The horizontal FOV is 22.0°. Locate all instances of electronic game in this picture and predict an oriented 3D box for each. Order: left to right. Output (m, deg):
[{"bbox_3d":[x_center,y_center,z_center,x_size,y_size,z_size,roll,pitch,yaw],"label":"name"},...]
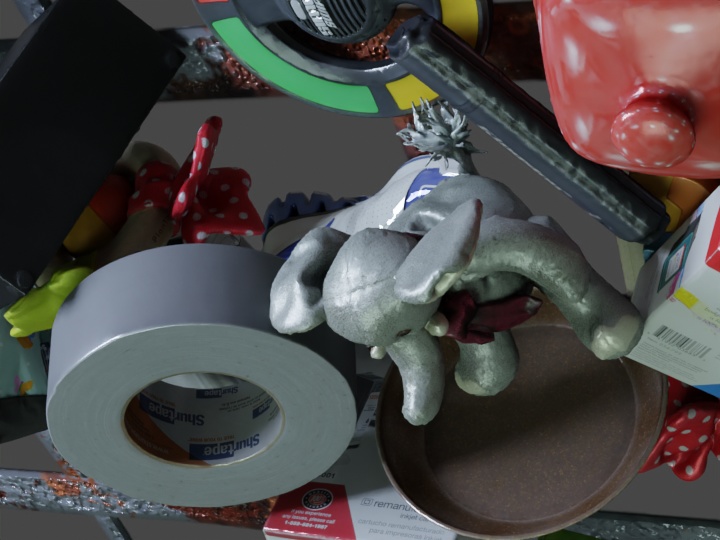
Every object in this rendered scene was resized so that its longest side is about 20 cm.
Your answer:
[{"bbox_3d":[-0.016,-0.170,1.112,0.199,0.042,0.201,15,142,12],"label":"electronic game"}]

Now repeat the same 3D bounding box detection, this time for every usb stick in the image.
[{"bbox_3d":[0.099,-0.082,1.094,0.200,0.033,0.055,36,172,-15],"label":"usb stick"}]

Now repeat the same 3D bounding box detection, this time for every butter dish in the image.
[{"bbox_3d":[0.170,-0.116,0.986,0.198,0.148,0.201,7,139,23],"label":"butter dish"}]

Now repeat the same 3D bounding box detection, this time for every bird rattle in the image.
[{"bbox_3d":[-0.167,-0.033,1.263,0.112,0.201,0.163,31,-174,-38],"label":"bird rattle"},{"bbox_3d":[0.290,0.114,1.249,0.163,0.113,0.200,-30,107,31],"label":"bird rattle"}]

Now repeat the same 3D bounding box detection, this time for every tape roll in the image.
[{"bbox_3d":[-0.101,0.072,1.195,0.199,0.066,0.201,-2,139,-2],"label":"tape roll"}]

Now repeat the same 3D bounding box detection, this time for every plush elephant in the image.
[{"bbox_3d":[0.044,0.014,1.108,0.164,0.155,0.201,-11,112,51],"label":"plush elephant"}]

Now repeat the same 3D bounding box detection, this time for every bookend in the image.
[{"bbox_3d":[-0.238,-0.072,1.252,0.092,0.199,0.200,37,156,-16],"label":"bookend"}]

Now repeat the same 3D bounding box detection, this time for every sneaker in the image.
[{"bbox_3d":[-0.001,0.000,1.241,0.199,0.116,0.081,-13,130,38],"label":"sneaker"}]

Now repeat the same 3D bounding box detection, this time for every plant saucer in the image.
[{"bbox_3d":[0.109,0.094,1.229,0.199,0.201,0.037,4,148,25],"label":"plant saucer"}]

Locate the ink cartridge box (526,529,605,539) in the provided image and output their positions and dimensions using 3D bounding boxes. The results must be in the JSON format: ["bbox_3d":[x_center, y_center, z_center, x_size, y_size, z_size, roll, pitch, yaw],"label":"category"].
[{"bbox_3d":[0.129,0.229,1.412,0.199,0.148,0.076,15,140,11],"label":"ink cartridge box"}]

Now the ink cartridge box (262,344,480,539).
[{"bbox_3d":[0.039,0.141,1.317,0.143,0.200,0.084,3,134,25],"label":"ink cartridge box"}]

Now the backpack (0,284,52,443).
[{"bbox_3d":[-0.311,0.037,1.413,0.175,0.153,0.201,-16,90,44],"label":"backpack"}]

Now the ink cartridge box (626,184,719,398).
[{"bbox_3d":[0.244,0.008,1.083,0.116,0.068,0.200,24,153,-5],"label":"ink cartridge box"}]

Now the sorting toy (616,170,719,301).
[{"bbox_3d":[0.243,-0.023,1.145,0.184,0.037,0.201,7,139,22],"label":"sorting toy"}]

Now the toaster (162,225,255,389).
[{"bbox_3d":[-0.134,0.046,1.374,0.199,0.114,0.129,-11,126,38],"label":"toaster"}]
